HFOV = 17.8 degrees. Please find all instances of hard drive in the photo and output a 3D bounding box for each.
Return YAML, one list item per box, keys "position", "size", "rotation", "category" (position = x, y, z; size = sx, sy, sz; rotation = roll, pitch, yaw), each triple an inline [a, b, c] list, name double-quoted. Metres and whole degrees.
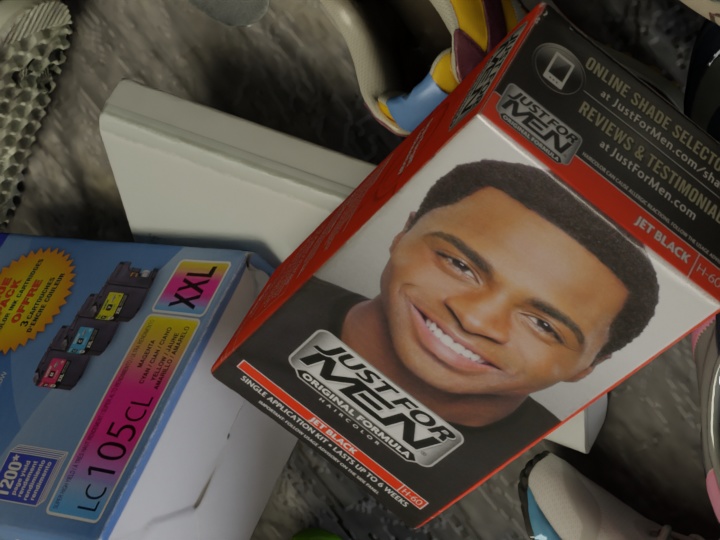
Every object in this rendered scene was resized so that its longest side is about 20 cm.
- position: [0.000, 0.000, 0.902]
  size: [0.200, 0.026, 0.132]
  rotation: [20, 152, 18]
  category: "hard drive"

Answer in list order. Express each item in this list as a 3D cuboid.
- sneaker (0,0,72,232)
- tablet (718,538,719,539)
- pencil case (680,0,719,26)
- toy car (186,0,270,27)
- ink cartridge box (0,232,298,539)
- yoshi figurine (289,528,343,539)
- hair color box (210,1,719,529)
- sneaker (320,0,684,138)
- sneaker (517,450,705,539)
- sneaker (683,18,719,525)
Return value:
- position: [-0.195, -0.067, 0.981]
  size: [0.099, 0.070, 0.200]
  rotation: [39, 128, 11]
  category: "sneaker"
- position: [0.228, 0.083, 0.832]
  size: [0.130, 0.014, 0.200]
  rotation: [37, 115, 4]
  category: "tablet"
- position: [0.130, -0.123, 0.745]
  size: [0.200, 0.089, 0.078]
  rotation: [33, 159, 8]
  category: "pencil case"
- position: [-0.113, -0.168, 0.815]
  size: [0.200, 0.158, 0.164]
  rotation: [19, 118, 7]
  category: "toy car"
- position: [-0.125, 0.059, 0.940]
  size: [0.200, 0.137, 0.076]
  rotation: [3, 147, 42]
  category: "ink cartridge box"
- position: [0.028, 0.194, 0.982]
  size: [0.200, 0.112, 0.112]
  rotation: [46, 141, 8]
  category: "yoshi figurine"
- position: [0.039, 0.006, 0.790]
  size: [0.101, 0.061, 0.200]
  rotation: [37, 141, -7]
  category: "hair color box"
- position: [0.051, -0.058, 0.822]
  size: [0.200, 0.090, 0.075]
  rotation: [45, 131, -3]
  category: "sneaker"
- position: [0.151, 0.132, 0.916]
  size: [0.200, 0.075, 0.087]
  rotation: [42, 105, 3]
  category: "sneaker"
- position: [0.144, 0.003, 0.774]
  size: [0.070, 0.082, 0.200]
  rotation: [-6, 91, 11]
  category: "sneaker"
